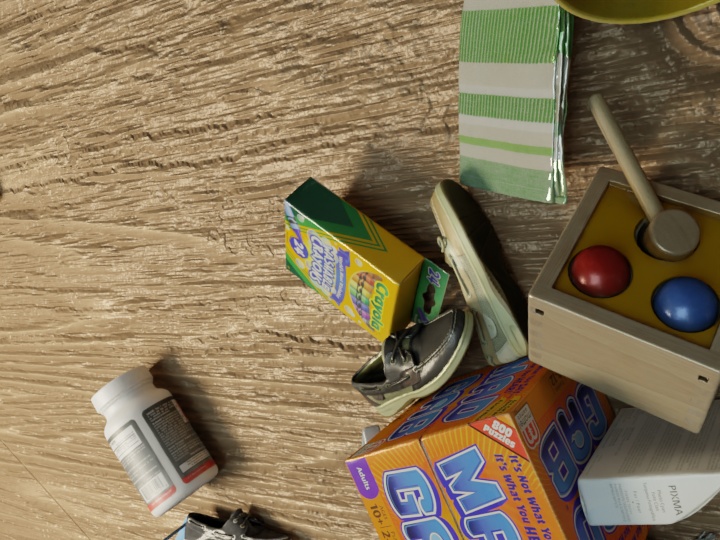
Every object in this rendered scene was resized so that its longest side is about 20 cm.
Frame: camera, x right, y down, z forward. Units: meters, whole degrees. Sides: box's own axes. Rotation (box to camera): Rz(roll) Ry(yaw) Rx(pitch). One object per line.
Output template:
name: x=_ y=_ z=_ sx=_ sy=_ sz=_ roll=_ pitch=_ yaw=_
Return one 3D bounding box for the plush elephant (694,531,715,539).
plush elephant: x=0.273 y=0.357 z=0.749 sx=0.165 sy=0.154 sz=0.200 roll=47 pitch=123 yaw=8

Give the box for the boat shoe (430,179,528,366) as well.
boat shoe: x=0.119 y=0.004 z=0.801 sx=0.062 sy=0.073 sz=0.203 roll=-26 pitch=97 yaw=32

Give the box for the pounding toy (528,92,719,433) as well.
pounding toy: x=0.241 y=-0.013 z=0.649 sx=0.182 sy=0.201 sz=0.143 roll=22 pitch=151 yaw=26

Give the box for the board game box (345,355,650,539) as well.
board game box: x=0.146 y=0.218 z=0.767 sx=0.198 sy=0.199 sz=0.203 roll=-26 pitch=90 yaw=36

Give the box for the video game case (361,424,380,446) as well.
video game case: x=0.031 y=0.287 z=0.865 sx=0.022 sy=0.183 sz=0.204 roll=-11 pitch=73 yaw=-4

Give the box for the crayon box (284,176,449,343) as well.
crayon box: x=0.000 y=0.000 z=0.861 sx=0.199 sy=0.052 sz=0.127 roll=36 pitch=148 yaw=20

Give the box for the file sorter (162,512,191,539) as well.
file sorter: x=-0.261 y=0.521 z=1.189 sx=0.199 sy=0.122 sz=0.140 roll=41 pitch=122 yaw=17

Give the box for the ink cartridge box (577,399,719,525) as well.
ink cartridge box: x=0.308 y=0.163 z=0.665 sx=0.197 sy=0.159 sz=0.048 roll=-13 pitch=97 yaw=36

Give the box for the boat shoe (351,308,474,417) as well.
boat shoe: x=0.050 y=0.098 z=0.828 sx=0.065 sy=0.073 sz=0.201 roll=26 pitch=140 yaw=-12

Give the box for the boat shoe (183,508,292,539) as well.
boat shoe: x=-0.185 y=0.390 z=1.135 sx=0.197 sy=0.069 sz=0.068 roll=-8 pitch=82 yaw=32

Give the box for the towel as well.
towel: x=0.144 y=-0.174 z=0.724 sx=0.152 sy=0.023 sz=0.204 roll=25 pitch=122 yaw=56

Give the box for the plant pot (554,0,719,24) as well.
plant pot: x=0.227 y=-0.308 z=0.573 sx=0.197 sy=0.198 sz=0.145 roll=-16 pitch=69 yaw=36

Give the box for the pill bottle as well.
pill bottle: x=-0.311 y=0.252 z=1.143 sx=0.116 sy=0.115 sz=0.202 roll=-40 pitch=81 yaw=36
